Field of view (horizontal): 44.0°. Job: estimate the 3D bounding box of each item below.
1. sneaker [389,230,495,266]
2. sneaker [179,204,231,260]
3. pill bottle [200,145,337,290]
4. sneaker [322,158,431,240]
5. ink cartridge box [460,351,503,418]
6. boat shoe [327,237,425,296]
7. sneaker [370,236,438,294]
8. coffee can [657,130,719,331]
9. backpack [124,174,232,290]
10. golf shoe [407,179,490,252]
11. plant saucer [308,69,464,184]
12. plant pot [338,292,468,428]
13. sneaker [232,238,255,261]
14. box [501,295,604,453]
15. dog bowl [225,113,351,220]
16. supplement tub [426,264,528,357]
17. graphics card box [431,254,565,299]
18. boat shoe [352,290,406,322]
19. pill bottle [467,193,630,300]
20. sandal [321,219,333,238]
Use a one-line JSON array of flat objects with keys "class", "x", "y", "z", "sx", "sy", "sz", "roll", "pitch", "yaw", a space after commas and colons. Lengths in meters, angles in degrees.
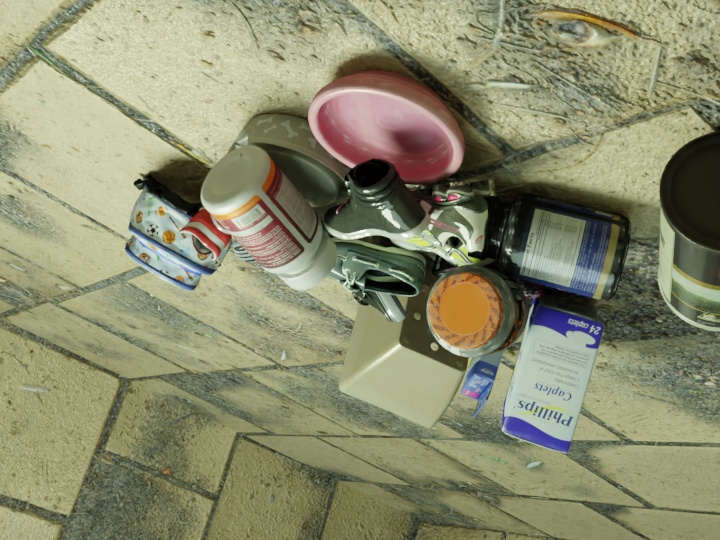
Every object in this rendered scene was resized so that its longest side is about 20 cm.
[{"class": "sneaker", "x": 0.121, "y": -0.057, "z": 1.278, "sx": 0.197, "sy": 0.076, "sz": 0.077, "roll": 8, "pitch": 157, "yaw": 21}, {"class": "sneaker", "x": -0.219, "y": -0.082, "z": 1.359, "sx": 0.071, "sy": 0.113, "sz": 0.200, "roll": 40, "pitch": -179, "yaw": -14}, {"class": "pill bottle", "x": -0.119, "y": -0.066, "z": 1.222, "sx": 0.108, "sy": 0.111, "sz": 0.200, "roll": 0, "pitch": 145, "yaw": 37}, {"class": "sneaker", "x": 0.002, "y": -0.097, "z": 1.167, "sx": 0.199, "sy": 0.071, "sz": 0.100, "roll": 6, "pitch": 133, "yaw": 53}, {"class": "ink cartridge box", "x": 0.211, "y": 0.133, "z": 1.473, "sx": 0.041, "sy": 0.203, "sz": 0.120, "roll": 18, "pitch": 158, "yaw": 2}, {"class": "boat shoe", "x": 0.000, "y": 0.000, "z": 1.328, "sx": 0.196, "sy": 0.063, "sz": 0.073, "roll": 6, "pitch": 145, "yaw": -3}, {"class": "sneaker", "x": 0.068, "y": 0.001, "z": 1.451, "sx": 0.070, "sy": 0.076, "sz": 0.200, "roll": 1, "pitch": 151, "yaw": 36}, {"class": "coffee can", "x": 0.409, "y": -0.039, "z": 1.000, "sx": 0.144, "sy": 0.148, "sz": 0.200, "roll": 9, "pitch": 156, "yaw": 22}, {"class": "backpack", "x": -0.300, "y": -0.059, "z": 1.462, "sx": 0.198, "sy": 0.156, "sz": 0.190, "roll": 24, "pitch": 176, "yaw": -13}, {"class": "golf shoe", "x": 0.101, "y": -0.070, "z": 1.170, "sx": 0.076, "sy": 0.090, "sz": 0.200, "roll": -9, "pitch": -173, "yaw": -20}, {"class": "plant saucer", "x": 0.035, "y": -0.180, "z": 1.098, "sx": 0.197, "sy": 0.051, "sz": 0.201, "roll": 15, "pitch": 158, "yaw": 6}, {"class": "plant pot", "x": 0.100, "y": 0.131, "z": 1.594, "sx": 0.198, "sy": 0.202, "sz": 0.177, "roll": 23, "pitch": 146, "yaw": -12}, {"class": "sneaker", "x": -0.112, "y": -0.079, "z": 1.437, "sx": 0.197, "sy": 0.089, "sz": 0.075, "roll": -10, "pitch": 153, "yaw": 3}, {"class": "box", "x": 0.292, "y": 0.149, "z": 1.373, "sx": 0.103, "sy": 0.203, "sz": 0.184, "roll": 15, "pitch": -173, "yaw": 9}, {"class": "dog bowl", "x": -0.093, "y": -0.146, "z": 1.264, "sx": 0.197, "sy": 0.059, "sz": 0.201, "roll": 17, "pitch": 157, "yaw": 7}, {"class": "supplement tub", "x": 0.161, "y": 0.056, "z": 1.229, "sx": 0.121, "sy": 0.125, "sz": 0.200, "roll": 10, "pitch": -179, "yaw": 19}, {"class": "graphics card box", "x": 0.217, "y": -0.003, "z": 1.359, "sx": 0.125, "sy": 0.052, "sz": 0.199, "roll": 31, "pitch": 155, "yaw": -28}, {"class": "boat shoe", "x": 0.011, "y": 0.025, "z": 1.430, "sx": 0.069, "sy": 0.056, "sz": 0.201, "roll": 49, "pitch": -176, "yaw": -43}, {"class": "pill bottle", "x": 0.246, "y": -0.037, "z": 1.177, "sx": 0.197, "sy": 0.113, "sz": 0.112, "roll": 15, "pitch": 157, "yaw": 11}, {"class": "sandal", "x": -0.074, "y": -0.021, "z": 1.392, "sx": 0.080, "sy": 0.055, "sz": 0.200, "roll": 1, "pitch": 159, "yaw": -10}]
